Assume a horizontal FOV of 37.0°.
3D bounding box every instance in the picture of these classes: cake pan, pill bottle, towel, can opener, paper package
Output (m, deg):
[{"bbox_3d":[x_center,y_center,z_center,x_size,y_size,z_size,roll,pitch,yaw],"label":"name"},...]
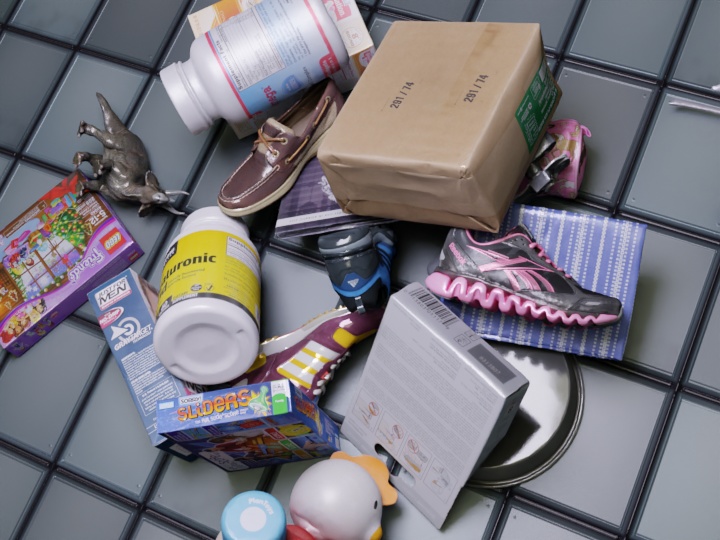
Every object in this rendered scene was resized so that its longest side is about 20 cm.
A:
[{"bbox_3d":[0.135,0.127,1.142,0.199,0.037,0.202,-5,69,12],"label":"cake pan"},{"bbox_3d":[-0.121,-0.237,1.222,0.199,0.109,0.109,-28,66,2],"label":"pill bottle"},{"bbox_3d":[-0.164,0.019,1.181,0.111,0.112,0.201,-15,36,7],"label":"pill bottle"},{"bbox_3d":[0.185,0.008,1.117,0.199,0.024,0.146,10,95,15],"label":"towel"},{"bbox_3d":[0.143,-0.067,1.164,0.200,0.053,0.067,-43,75,22],"label":"can opener"},{"bbox_3d":[0.085,-0.151,1.111,0.190,0.104,0.201,10,58,33],"label":"paper package"}]

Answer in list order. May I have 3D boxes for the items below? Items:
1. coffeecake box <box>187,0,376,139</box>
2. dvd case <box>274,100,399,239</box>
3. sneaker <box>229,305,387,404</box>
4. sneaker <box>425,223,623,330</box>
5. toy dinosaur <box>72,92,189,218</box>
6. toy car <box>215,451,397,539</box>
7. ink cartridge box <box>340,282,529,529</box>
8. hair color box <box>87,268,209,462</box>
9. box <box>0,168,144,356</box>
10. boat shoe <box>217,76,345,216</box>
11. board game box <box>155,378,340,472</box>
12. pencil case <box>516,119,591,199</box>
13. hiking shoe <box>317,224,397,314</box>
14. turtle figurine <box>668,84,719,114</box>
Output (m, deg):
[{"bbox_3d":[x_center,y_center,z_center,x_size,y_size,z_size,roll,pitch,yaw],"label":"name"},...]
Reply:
[{"bbox_3d":[-0.092,-0.278,1.329,0.199,0.073,0.154,-23,66,3],"label":"coffeecake box"},{"bbox_3d":[-0.015,-0.125,1.241,0.148,0.016,0.201,-8,49,19],"label":"dvd case"},{"bbox_3d":[-0.047,0.104,1.181,0.199,0.075,0.091,-25,75,10],"label":"sneaker"},{"bbox_3d":[0.168,0.002,1.078,0.199,0.079,0.096,14,84,13],"label":"sneaker"},{"bbox_3d":[-0.296,-0.132,1.324,0.077,0.102,0.201,-52,48,29],"label":"toy dinosaur"},{"bbox_3d":[-0.025,0.265,1.074,0.176,0.185,0.200,32,57,22],"label":"toy car"},{"bbox_3d":[0.070,0.138,1.100,0.057,0.201,0.162,-24,54,-38],"label":"ink cartridge box"},{"bbox_3d":[-0.224,0.105,1.200,0.060,0.100,0.201,-31,66,2],"label":"hair color box"},{"bbox_3d":[-0.381,-0.012,1.315,0.200,0.039,0.137,-40,67,-4],"label":"box"},{"bbox_3d":[-0.093,-0.146,1.232,0.200,0.072,0.072,-42,47,-15],"label":"boat shoe"},{"bbox_3d":[-0.108,0.162,1.097,0.134,0.200,0.035,-10,67,8],"label":"board game box"},{"bbox_3d":[0.156,-0.130,1.210,0.198,0.087,0.083,6,50,15],"label":"pencil case"},{"bbox_3d":[0.000,0.000,1.147,0.074,0.200,0.087,-13,90,14],"label":"hiking shoe"},{"bbox_3d":[0.453,-0.151,1.116,0.193,0.144,0.201,-19,70,1],"label":"turtle figurine"}]
